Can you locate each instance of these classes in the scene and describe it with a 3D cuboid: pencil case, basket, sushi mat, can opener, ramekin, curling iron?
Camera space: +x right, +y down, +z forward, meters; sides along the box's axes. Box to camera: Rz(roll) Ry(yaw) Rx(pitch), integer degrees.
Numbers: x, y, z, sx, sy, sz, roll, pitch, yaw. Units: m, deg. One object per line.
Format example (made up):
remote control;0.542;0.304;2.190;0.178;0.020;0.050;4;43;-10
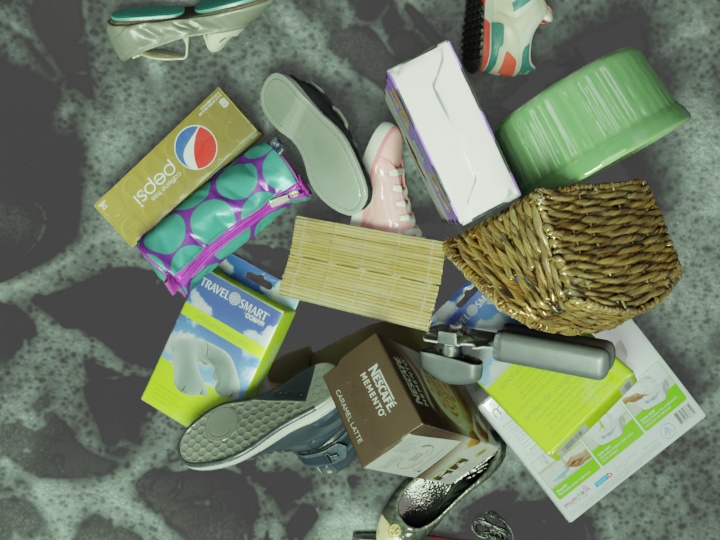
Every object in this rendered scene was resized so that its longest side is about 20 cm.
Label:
pencil case;-0.153;-0.060;0.970;0.200;0.092;0.085;-40;133;-8
basket;0.213;0.001;0.885;0.199;0.149;0.144;-8;75;-40
sushi mat;0.000;0.000;0.946;0.198;0.012;0.097;12;83;29
can opener;0.156;0.092;0.877;0.198;0.053;0.068;9;106;26
ramekin;0.242;-0.154;0.926;0.199;0.200;0.098;-29;87;3
curling iron;0.088;0.326;1.053;0.198;0.026;0.050;-6;74;6

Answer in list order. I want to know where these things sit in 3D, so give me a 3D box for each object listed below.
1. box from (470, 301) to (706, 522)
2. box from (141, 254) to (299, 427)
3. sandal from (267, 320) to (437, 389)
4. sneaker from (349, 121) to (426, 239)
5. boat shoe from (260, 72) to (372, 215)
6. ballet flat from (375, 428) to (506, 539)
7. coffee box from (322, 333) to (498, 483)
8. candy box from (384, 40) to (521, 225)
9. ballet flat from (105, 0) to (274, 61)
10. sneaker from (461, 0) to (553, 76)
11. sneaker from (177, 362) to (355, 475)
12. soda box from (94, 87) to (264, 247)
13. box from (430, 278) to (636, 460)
box;0.259;0.153;0.998;0.200;0.097;0.177;-40;93;4
box;-0.163;0.090;1.011;0.121;0.048;0.202;27;96;14
sandal;-0.002;0.121;1.025;0.209;0.078;0.070;-15;127;9
sneaker;0.043;-0.062;0.986;0.104;0.075;0.202;17;103;14
boat shoe;-0.037;-0.146;0.957;0.076;0.060;0.201;-46;66;35
ballet flat;0.092;0.261;1.025;0.200;0.057;0.067;-44;76;2
coffee box;0.059;0.156;0.932;0.080;0.200;0.115;-38;59;16
candy box;0.092;-0.140;0.922;0.071;0.200;0.169;-26;94;2
ballet flat;-0.192;-0.281;0.992;0.198;0.068;0.064;-8;122;2
sneaker;0.176;-0.321;0.982;0.092;0.070;0.202;6;93;-18
sneaker;-0.094;0.198;0.980;0.200;0.147;0.077;-22;51;-1
soda box;-0.209;-0.118;0.997;0.200;0.064;0.068;-42;92;4
box;0.180;0.088;0.922;0.122;0.048;0.200;-44;59;2
